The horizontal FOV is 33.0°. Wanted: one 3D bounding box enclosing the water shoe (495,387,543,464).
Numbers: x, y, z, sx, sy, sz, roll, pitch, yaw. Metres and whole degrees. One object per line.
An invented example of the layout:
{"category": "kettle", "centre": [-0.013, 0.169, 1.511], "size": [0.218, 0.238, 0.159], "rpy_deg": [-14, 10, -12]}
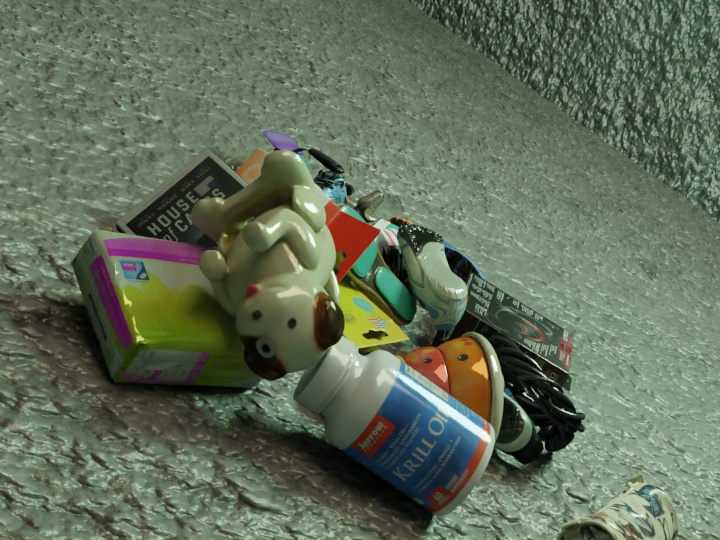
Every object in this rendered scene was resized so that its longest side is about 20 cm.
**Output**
{"category": "water shoe", "centre": [0.155, 0.167, 1.508], "size": [0.079, 0.071, 0.201], "rpy_deg": [49, 5, -39]}

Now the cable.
{"category": "cable", "centre": [0.211, 0.141, 1.491], "size": [0.164, 0.050, 0.200], "rpy_deg": [56, -5, 16]}

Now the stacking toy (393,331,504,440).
{"category": "stacking toy", "centre": [0.050, 0.141, 1.360], "size": [0.196, 0.148, 0.147], "rpy_deg": [3, 30, -19]}

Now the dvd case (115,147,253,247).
{"category": "dvd case", "centre": [-0.172, -0.040, 1.429], "size": [0.200, 0.150, 0.025], "rpy_deg": [41, -19, 24]}

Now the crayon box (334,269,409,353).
{"category": "crayon box", "centre": [-0.048, 0.046, 1.499], "size": [0.200, 0.051, 0.126], "rpy_deg": [41, 24, 26]}

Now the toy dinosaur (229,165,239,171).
{"category": "toy dinosaur", "centre": [-0.156, -0.104, 1.583], "size": [0.196, 0.078, 0.102], "rpy_deg": [8, 12, -11]}

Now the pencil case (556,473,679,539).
{"category": "pencil case", "centre": [0.286, 0.293, 1.355], "size": [0.199, 0.078, 0.090], "rpy_deg": [-6, 62, -56]}

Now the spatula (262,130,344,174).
{"category": "spatula", "centre": [-0.079, -0.170, 1.755], "size": [0.056, 0.021, 0.199], "rpy_deg": [8, 13, -36]}

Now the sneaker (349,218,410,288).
{"category": "sneaker", "centre": [0.058, -0.008, 1.721], "size": [0.119, 0.085, 0.200], "rpy_deg": [22, 20, 6]}

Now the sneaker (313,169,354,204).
{"category": "sneaker", "centre": [-0.068, -0.111, 1.718], "size": [0.078, 0.091, 0.199], "rpy_deg": [37, 9, 19]}

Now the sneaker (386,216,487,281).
{"category": "sneaker", "centre": [0.122, -0.016, 1.829], "size": [0.200, 0.076, 0.078], "rpy_deg": [41, 21, 21]}

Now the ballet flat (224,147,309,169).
{"category": "ballet flat", "centre": [-0.144, -0.147, 1.784], "size": [0.063, 0.069, 0.199], "rpy_deg": [5, 8, 25]}

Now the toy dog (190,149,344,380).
{"category": "toy dog", "centre": [-0.086, 0.016, 1.247], "size": [0.202, 0.138, 0.195], "rpy_deg": [-100, 163, -48]}

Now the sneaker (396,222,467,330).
{"category": "sneaker", "centre": [0.087, 0.003, 1.624], "size": [0.071, 0.073, 0.201], "rpy_deg": [9, 31, -22]}

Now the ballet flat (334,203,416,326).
{"category": "ballet flat", "centre": [0.000, 0.000, 1.561], "size": [0.201, 0.062, 0.069], "rpy_deg": [56, 47, -28]}

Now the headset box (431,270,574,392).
{"category": "headset box", "centre": [0.208, 0.102, 1.676], "size": [0.198, 0.076, 0.149], "rpy_deg": [31, 22, 1]}

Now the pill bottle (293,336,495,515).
{"category": "pill bottle", "centre": [0.032, 0.154, 1.257], "size": [0.199, 0.113, 0.113], "rpy_deg": [34, 21, -8]}

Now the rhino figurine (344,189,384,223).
{"category": "rhino figurine", "centre": [-0.023, -0.062, 1.668], "size": [0.060, 0.087, 0.200], "rpy_deg": [47, 41, -2]}

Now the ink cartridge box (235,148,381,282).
{"category": "ink cartridge box", "centre": [-0.100, -0.044, 1.453], "size": [0.198, 0.163, 0.050], "rpy_deg": [27, -24, 32]}

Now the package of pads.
{"category": "package of pads", "centre": [-0.186, 0.045, 1.263], "size": [0.198, 0.068, 0.156], "rpy_deg": [7, 45, -45]}
